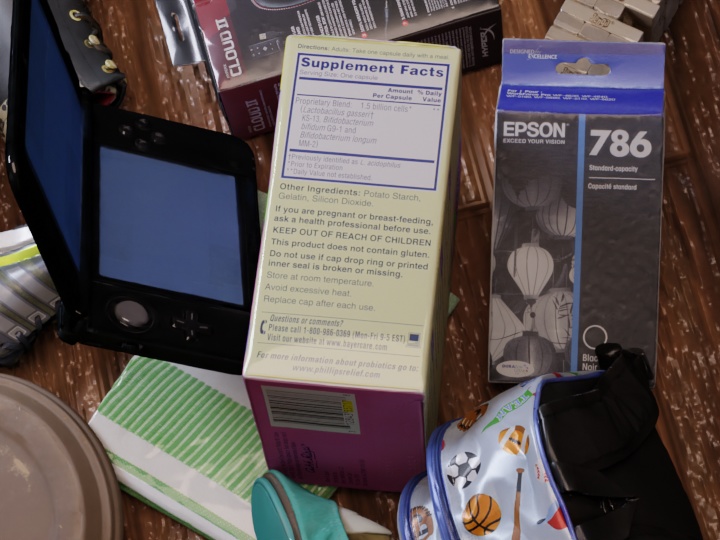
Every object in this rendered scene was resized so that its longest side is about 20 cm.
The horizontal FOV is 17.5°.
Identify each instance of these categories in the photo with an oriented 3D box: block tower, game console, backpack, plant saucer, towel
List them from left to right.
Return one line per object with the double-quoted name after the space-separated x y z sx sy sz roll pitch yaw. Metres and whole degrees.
-0.234 0.152 1.341 0.200 0.029 0.201 -3 73 11 "plant saucer"
-0.124 -0.060 1.311 0.175 0.117 0.200 12 40 -16 "game console"
-0.058 0.063 1.378 0.152 0.023 0.200 29 72 15 "towel"
0.106 0.141 1.235 0.154 0.190 0.200 -30 71 14 "backpack"
0.149 -0.143 1.421 0.054 0.058 0.200 26 72 14 "block tower"

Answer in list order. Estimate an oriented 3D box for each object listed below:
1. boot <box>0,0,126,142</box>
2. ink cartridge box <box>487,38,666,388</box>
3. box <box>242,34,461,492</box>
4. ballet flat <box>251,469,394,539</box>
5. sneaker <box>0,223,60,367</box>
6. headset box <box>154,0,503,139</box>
-0.176 -0.175 1.458 0.203 0.073 0.154 -36 71 -2 "boot"
0.125 -0.034 1.346 0.099 0.039 0.201 1 93 7 "ink cartridge box"
0.000 0.000 1.292 0.096 0.176 0.201 5 69 5 "box"
-0.007 0.171 1.252 0.070 0.068 0.200 -6 28 -13 "ballet flat"
-0.198 0.015 1.394 0.199 0.074 0.081 -8 86 3 "sneaker"
-0.027 -0.178 1.441 0.200 0.075 0.149 -17 67 -2 "headset box"
